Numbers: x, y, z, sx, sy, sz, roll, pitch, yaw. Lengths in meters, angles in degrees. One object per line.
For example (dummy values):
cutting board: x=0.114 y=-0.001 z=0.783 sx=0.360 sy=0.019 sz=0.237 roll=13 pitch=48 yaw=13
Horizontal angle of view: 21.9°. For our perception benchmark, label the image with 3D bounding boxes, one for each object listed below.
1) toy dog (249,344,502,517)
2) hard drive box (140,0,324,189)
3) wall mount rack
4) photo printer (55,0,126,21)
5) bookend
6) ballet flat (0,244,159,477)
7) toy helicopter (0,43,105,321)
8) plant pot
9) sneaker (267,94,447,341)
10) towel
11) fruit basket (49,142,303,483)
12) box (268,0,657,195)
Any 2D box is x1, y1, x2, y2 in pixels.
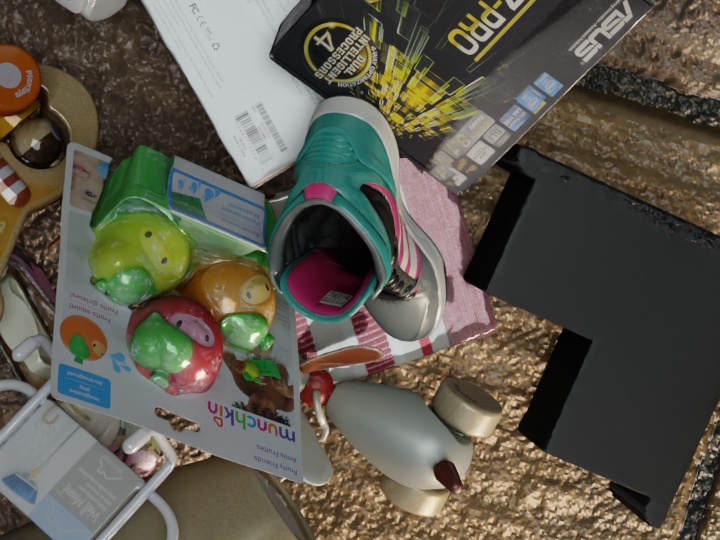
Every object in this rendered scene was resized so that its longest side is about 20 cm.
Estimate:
toy dog: x=0.002 y=0.109 z=1.273 sx=0.199 sy=0.096 sz=0.132 roll=5 pitch=105 yaw=-8
hard drive box: x=-0.029 y=-0.172 z=1.265 sx=0.200 sy=0.077 sz=0.156 roll=-30 pitch=98 yaw=-1
wall mount rack: x=-0.217 y=0.139 z=1.161 sx=0.200 sy=0.075 sz=0.174 roll=34 pitch=74 yaw=32
photo printer: x=-0.210 y=-0.283 z=1.196 sx=0.200 sy=0.069 sz=0.167 roll=38 pitch=120 yaw=13
bookend: x=0.149 y=0.042 z=1.281 sx=0.198 sy=0.092 sz=0.201 roll=23 pitch=93 yaw=-11
ballet flat: x=-0.210 y=0.068 z=1.274 sx=0.069 sy=0.071 sz=0.200 roll=-32 pitch=98 yaw=5
toy helicopter: x=-0.227 y=-0.042 z=1.237 sx=0.132 sy=0.079 sz=0.201 roll=24 pitch=69 yaw=-22
plant pot: x=-0.130 y=0.212 z=1.229 sx=0.200 sy=0.187 sz=0.188 roll=-33 pitch=97 yaw=3
sneaker: x=0.000 y=0.000 z=1.208 sx=0.083 sy=0.121 sz=0.200 roll=-1 pitch=133 yaw=25
towel: x=-0.017 y=0.007 z=1.312 sx=0.199 sy=0.023 sz=0.145 roll=-18 pitch=99 yaw=-2
fruit basket: x=-0.109 y=0.022 z=1.184 sx=0.185 sy=0.200 sz=0.094 roll=24 pitch=129 yaw=-29
box: x=0.062 y=-0.161 z=1.162 sx=0.161 sy=0.049 sz=0.200 roll=34 pitch=128 yaw=-16
